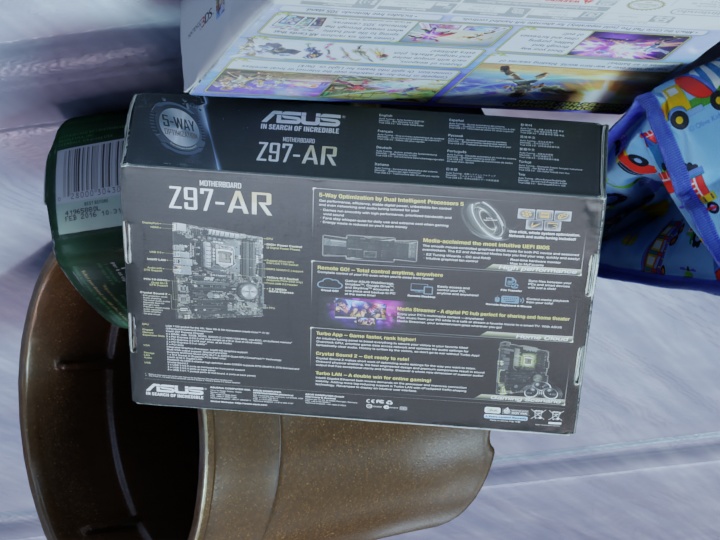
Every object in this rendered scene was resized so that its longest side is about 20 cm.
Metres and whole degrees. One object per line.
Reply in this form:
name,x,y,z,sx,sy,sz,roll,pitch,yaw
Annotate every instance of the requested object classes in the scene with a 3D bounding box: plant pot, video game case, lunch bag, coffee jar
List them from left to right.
plant pot,-0.048,0.069,1.520,0.198,0.201,0.200,-5,167,-34
coffee jar,-0.033,-0.036,1.300,0.200,0.085,0.104,-9,151,16
video game case,0.050,-0.113,1.128,0.200,0.046,0.181,1,163,-21
lunch bag,0.173,-0.047,1.277,0.150,0.094,0.200,-25,179,-15

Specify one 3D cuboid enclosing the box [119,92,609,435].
box,0.000,0.000,1.233,0.200,0.044,0.160,4,139,2
